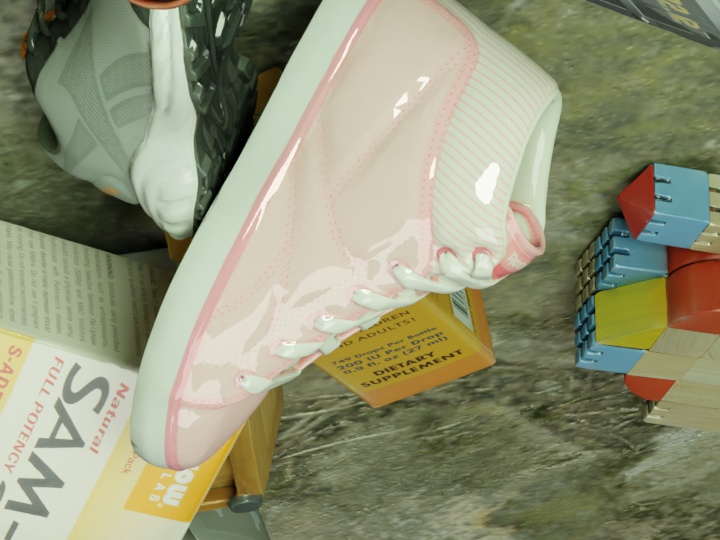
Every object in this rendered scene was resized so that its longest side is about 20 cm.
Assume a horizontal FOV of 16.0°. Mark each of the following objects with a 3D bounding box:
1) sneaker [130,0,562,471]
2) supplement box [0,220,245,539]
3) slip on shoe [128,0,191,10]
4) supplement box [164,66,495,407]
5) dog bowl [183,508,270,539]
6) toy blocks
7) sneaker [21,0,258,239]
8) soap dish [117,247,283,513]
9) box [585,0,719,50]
[{"bbox_3d":[0.000,0.000,0.890,0.201,0.104,0.075,-62,170,11],"label":"sneaker"},{"bbox_3d":[-0.156,0.049,0.985,0.199,0.074,0.126,16,122,-21],"label":"supplement box"},{"bbox_3d":[-0.107,-0.135,0.676,0.074,0.061,0.200,-34,129,31],"label":"slip on shoe"},{"bbox_3d":[-0.013,-0.009,1.034,0.066,0.069,0.200,-21,152,17],"label":"supplement box"},{"bbox_3d":[-0.141,0.152,1.354,0.199,0.059,0.200,-9,156,-4],"label":"dog bowl"},{"bbox_3d":[0.159,0.017,1.152,0.136,0.101,0.200,8,152,-12],"label":"toy blocks"},{"bbox_3d":[-0.076,-0.082,0.838,0.079,0.074,0.201,19,148,5],"label":"sneaker"},{"bbox_3d":[-0.131,0.062,1.126,0.199,0.082,0.158,-10,157,-3],"label":"soap dish"},{"bbox_3d":[0.023,-0.134,0.673,0.158,0.049,0.200,24,175,31],"label":"box"}]
